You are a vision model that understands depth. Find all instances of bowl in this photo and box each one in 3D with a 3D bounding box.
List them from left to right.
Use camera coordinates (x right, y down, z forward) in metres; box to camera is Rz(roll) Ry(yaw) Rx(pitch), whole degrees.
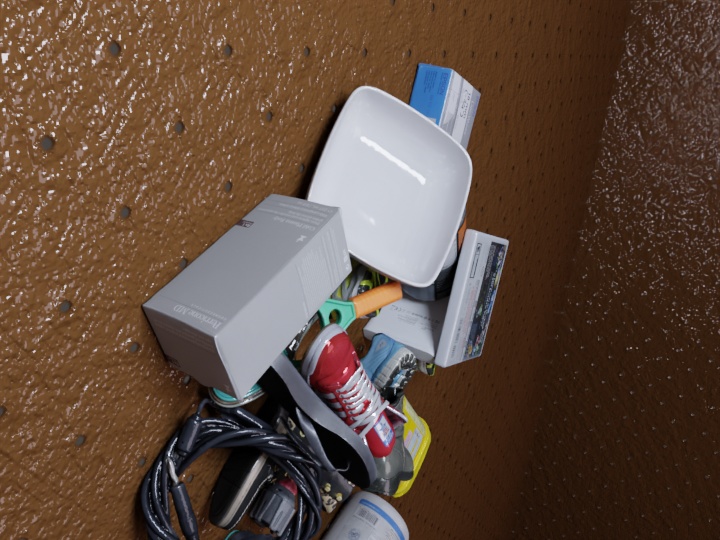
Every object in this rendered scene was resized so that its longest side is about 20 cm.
[{"bbox_3d":[0.031,-0.097,0.740,0.196,0.074,0.205,27,75,-17],"label":"bowl"}]

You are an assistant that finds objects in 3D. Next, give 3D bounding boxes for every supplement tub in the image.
[{"bbox_3d":[-0.015,0.491,0.992,0.200,0.129,0.135,-46,142,-40],"label":"supplement tub"},{"bbox_3d":[0.101,-0.057,0.899,0.124,0.120,0.203,-57,153,-27],"label":"supplement tub"}]

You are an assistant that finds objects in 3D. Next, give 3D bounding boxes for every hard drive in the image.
[{"bbox_3d":[0.108,0.054,0.979,0.201,0.129,0.027,-50,144,-36],"label":"hard drive"}]

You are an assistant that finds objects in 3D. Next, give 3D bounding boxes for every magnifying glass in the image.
[{"bbox_3d":[-0.026,0.052,0.689,0.196,0.022,0.082,-21,104,-39],"label":"magnifying glass"}]

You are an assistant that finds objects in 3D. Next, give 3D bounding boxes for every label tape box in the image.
[{"bbox_3d":[0.140,-0.227,0.957,0.198,0.062,0.149,0,106,-61],"label":"label tape box"}]

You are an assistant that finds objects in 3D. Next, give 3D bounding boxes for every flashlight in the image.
[{"bbox_3d":[-0.075,0.259,0.819,0.203,0.066,0.069,-58,150,-29],"label":"flashlight"}]

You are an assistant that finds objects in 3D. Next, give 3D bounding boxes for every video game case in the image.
[{"bbox_3d":[0.179,0.044,0.942,0.180,0.023,0.207,3,101,-61],"label":"video game case"}]

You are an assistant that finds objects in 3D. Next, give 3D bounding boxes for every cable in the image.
[{"bbox_3d":[-0.125,0.243,0.622,0.198,0.050,0.166,38,62,-19],"label":"cable"}]

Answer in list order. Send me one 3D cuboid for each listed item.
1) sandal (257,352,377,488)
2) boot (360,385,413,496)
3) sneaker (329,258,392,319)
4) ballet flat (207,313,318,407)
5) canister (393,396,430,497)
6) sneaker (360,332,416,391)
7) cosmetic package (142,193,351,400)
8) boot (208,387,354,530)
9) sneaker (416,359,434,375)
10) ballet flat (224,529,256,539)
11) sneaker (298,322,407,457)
[{"bbox_3d":[-0.059,0.162,0.625,0.201,0.075,0.043,50,54,-14],"label":"sandal"},{"bbox_3d":[0.049,0.233,0.859,0.200,0.065,0.136,27,70,-78],"label":"boot"},{"bbox_3d":[0.000,0.000,0.824,0.201,0.074,0.078,-57,131,-62],"label":"sneaker"},{"bbox_3d":[-0.100,0.083,0.688,0.201,0.067,0.064,-51,176,-31],"label":"ballet flat"},{"bbox_3d":[0.050,0.301,1.057,0.151,0.085,0.201,-60,148,-20],"label":"canister"},{"bbox_3d":[0.007,0.186,0.921,0.077,0.090,0.203,15,112,-50],"label":"sneaker"},{"bbox_3d":[-0.104,0.017,0.594,0.200,0.104,0.092,-48,141,-41],"label":"cosmetic package"},{"bbox_3d":[-0.083,0.250,0.735,0.151,0.072,0.203,47,52,-23],"label":"boot"},{"bbox_3d":[0.108,0.132,1.082,0.200,0.074,0.078,-12,108,-78],"label":"sneaker"},{"bbox_3d":[-0.129,0.416,0.806,0.074,0.071,0.203,-55,148,-29],"label":"ballet flat"},{"bbox_3d":[-0.004,0.141,0.651,0.071,0.112,0.202,-43,154,-21],"label":"sneaker"}]
